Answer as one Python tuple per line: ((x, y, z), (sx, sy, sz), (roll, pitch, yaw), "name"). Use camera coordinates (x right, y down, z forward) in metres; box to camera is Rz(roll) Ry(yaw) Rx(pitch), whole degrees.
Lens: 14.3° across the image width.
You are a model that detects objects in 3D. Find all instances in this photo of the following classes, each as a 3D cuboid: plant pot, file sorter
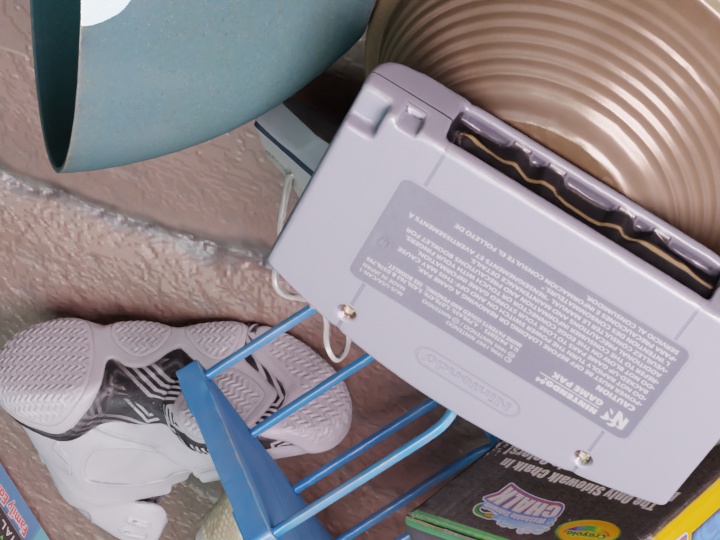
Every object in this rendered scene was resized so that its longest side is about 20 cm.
((0.084, -0.052, 1.197), (0.200, 0.093, 0.202), (16, 134, 17), "plant pot")
((-0.066, -0.144, 1.222), (0.134, 0.201, 0.201), (-2, 137, -12), "plant pot")
((0.023, 0.119, 1.395), (0.122, 0.139, 0.200), (-33, 128, 3), "file sorter")

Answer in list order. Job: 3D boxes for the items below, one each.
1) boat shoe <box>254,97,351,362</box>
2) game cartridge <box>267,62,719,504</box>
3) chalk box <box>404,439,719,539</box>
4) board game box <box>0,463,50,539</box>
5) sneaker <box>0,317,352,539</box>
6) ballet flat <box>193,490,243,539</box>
((0.003, 0.001, 1.315), (0.202, 0.074, 0.086), (43, 103, 32), "boat shoe")
((0.066, 0.011, 1.173), (0.199, 0.041, 0.134), (32, 134, -1), "game cartridge")
((0.110, 0.144, 1.288), (0.124, 0.200, 0.125), (13, 130, 45), "chalk box")
((-0.289, 0.148, 1.695), (0.199, 0.047, 0.151), (-7, 126, 34), "board game box")
((-0.091, 0.087, 1.515), (0.199, 0.075, 0.115), (5, 139, 19), "sneaker")
((-0.061, 0.163, 1.507), (0.068, 0.062, 0.200), (63, 179, 18), "ballet flat")
